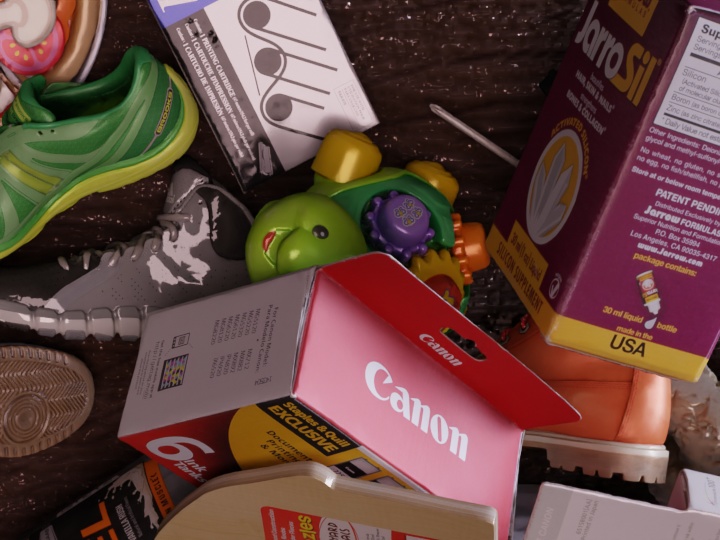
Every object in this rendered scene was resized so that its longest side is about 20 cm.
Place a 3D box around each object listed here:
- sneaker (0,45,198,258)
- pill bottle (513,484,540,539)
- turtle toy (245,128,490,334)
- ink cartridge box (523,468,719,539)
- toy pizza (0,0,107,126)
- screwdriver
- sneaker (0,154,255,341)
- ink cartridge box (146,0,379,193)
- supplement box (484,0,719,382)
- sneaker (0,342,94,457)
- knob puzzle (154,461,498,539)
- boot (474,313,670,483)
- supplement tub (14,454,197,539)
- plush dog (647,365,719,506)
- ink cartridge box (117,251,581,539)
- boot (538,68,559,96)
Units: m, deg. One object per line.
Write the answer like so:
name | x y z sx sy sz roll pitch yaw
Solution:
sneaker | -0.195 -0.071 1.217 0.199 0.074 0.084 -30 128 -3
pill bottle | 0.103 0.247 1.311 0.110 0.111 0.202 -2 104 -4
turtle toy | 0.000 0.000 1.208 0.199 0.101 0.147 18 99 -48
ink cartridge box | 0.165 0.205 1.207 0.172 0.044 0.201 12 121 -3
toy pizza | -0.249 -0.163 1.218 0.198 0.032 0.202 -1 104 -4
screwdriver | 0.125 -0.047 1.277 0.199 0.029 0.028 32 99 -17
sneaker | -0.137 -0.017 1.251 0.198 0.075 0.117 7 99 -17
ink cartridge box | -0.074 -0.158 1.227 0.093 0.044 0.201 -27 105 1
supplement box | 0.164 -0.061 1.146 0.102 0.131 0.201 16 109 -19
sneaker | -0.270 0.075 1.266 0.199 0.108 0.071 -8 105 -34
knob puzzle | -0.018 0.160 1.160 0.218 0.031 0.221 11 142 9
boot | 0.099 0.062 1.263 0.198 0.075 0.108 8 91 26
supplement tub | -0.137 0.188 1.270 0.199 0.123 0.123 -34 105 4
plush dog | 0.249 0.138 1.291 0.198 0.161 0.173 -11 128 -2
ink cartridge box | -0.001 0.086 1.152 0.175 0.085 0.200 -16 140 37
boot | 0.225 -0.103 1.252 0.198 0.073 0.163 40 100 -20
